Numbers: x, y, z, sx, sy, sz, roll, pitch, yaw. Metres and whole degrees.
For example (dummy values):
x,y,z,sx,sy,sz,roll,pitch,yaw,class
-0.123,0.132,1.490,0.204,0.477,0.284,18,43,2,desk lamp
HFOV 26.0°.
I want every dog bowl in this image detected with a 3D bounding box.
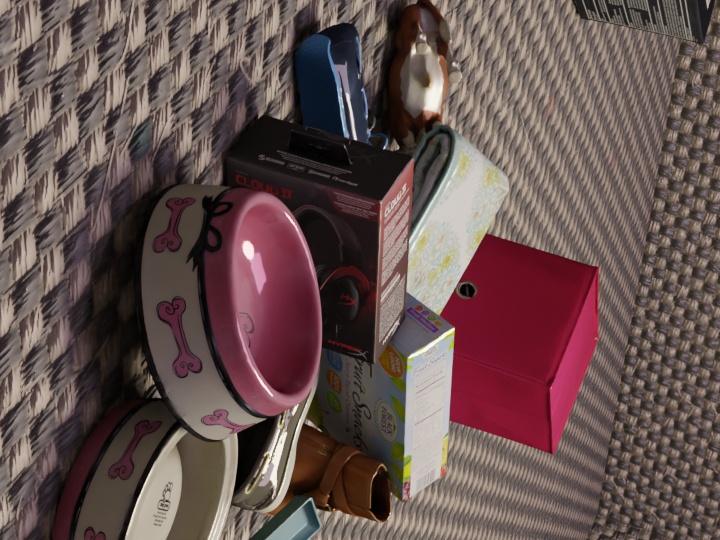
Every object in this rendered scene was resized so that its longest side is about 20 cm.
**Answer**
x,y,z,sx,sy,sz,roll,pitch,yaw,class
-0.095,0.027,1.210,0.200,0.073,0.203,-10,90,-70,dog bowl
-0.175,0.193,1.257,0.200,0.073,0.202,16,90,-71,dog bowl

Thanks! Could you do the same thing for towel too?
x,y,z,sx,sy,sz,roll,pitch,yaw,class
0.071,-0.038,1.612,0.201,0.048,0.171,-60,155,0,towel

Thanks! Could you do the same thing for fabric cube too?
x,y,z,sx,sy,sz,roll,pitch,yaw,class
0.195,0.094,2.081,0.201,0.197,0.197,77,35,-56,fabric cube

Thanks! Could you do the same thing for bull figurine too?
x,y,z,sx,sy,sz,roll,pitch,yaw,class
0.063,-0.179,1.633,0.122,0.064,0.202,-117,-156,-63,bull figurine

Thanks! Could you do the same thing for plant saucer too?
x,y,z,sx,sy,sz,roll,pitch,yaw,class
-0.118,0.294,1.490,0.200,0.019,0.070,-42,151,-18,plant saucer

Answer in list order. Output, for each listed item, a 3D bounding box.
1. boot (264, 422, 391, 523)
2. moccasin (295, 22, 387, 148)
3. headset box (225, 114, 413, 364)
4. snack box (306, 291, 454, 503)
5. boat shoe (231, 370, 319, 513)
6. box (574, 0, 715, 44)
x,y,z,sx,sy,sz,roll,pitch,yaw,class
-0.038,0.217,1.553,0.200,0.153,0.074,70,41,-61,boot
-0.011,-0.134,1.446,0.068,0.080,0.201,-42,147,-37,moccasin
-0.036,-0.035,1.354,0.075,0.147,0.202,-54,155,-46,headset box
0.010,0.098,1.510,0.067,0.168,0.201,-31,141,-29,snack box
-0.089,0.122,1.456,0.060,0.071,0.204,26,72,-58,boat shoe
0.417,-0.438,2.284,0.200,0.196,0.125,39,66,-71,box
